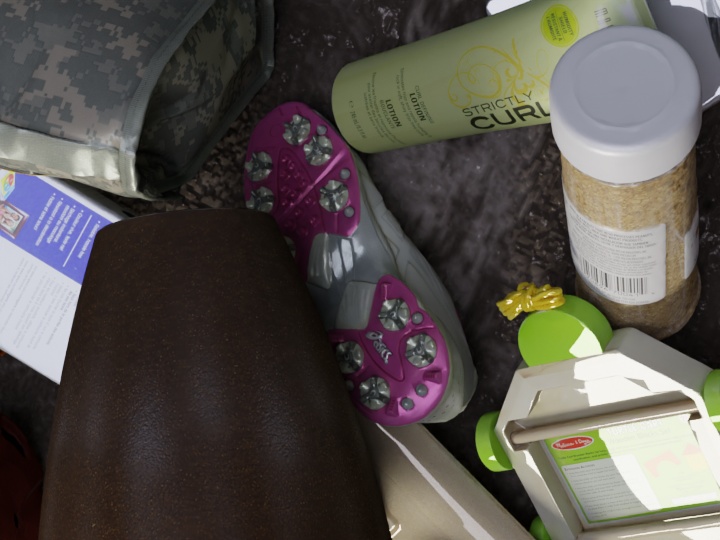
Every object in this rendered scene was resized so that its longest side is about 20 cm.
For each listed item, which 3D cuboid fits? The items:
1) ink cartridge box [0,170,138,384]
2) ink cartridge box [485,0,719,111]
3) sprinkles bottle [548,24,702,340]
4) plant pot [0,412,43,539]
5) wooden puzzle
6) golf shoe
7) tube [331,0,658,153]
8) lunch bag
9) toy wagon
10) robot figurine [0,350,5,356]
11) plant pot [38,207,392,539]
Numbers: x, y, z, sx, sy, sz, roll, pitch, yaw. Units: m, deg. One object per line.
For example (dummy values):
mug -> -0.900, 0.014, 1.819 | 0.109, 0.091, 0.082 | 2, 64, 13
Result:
ink cartridge box -> -0.177, -0.003, 1.032 | 0.199, 0.039, 0.100 | 32, 96, 4
ink cartridge box -> 0.164, -0.142, 0.941 | 0.199, 0.067, 0.116 | -34, 90, 19
sprinkles bottle -> 0.130, -0.035, 0.902 | 0.067, 0.200, 0.069 | -4, 62, 8
plant pot -> -0.285, 0.174, 1.079 | 0.193, 0.201, 0.203 | -16, 95, 10
wooden puzzle -> -0.004, 0.181, 1.041 | 0.185, 0.046, 0.200 | 45, 122, 6
golf shoe -> 0.000, 0.000, 1.017 | 0.075, 0.091, 0.201 | -33, 66, 18
tube -> 0.069, -0.100, 0.943 | 0.199, 0.058, 0.052 | -9, 65, 43
lunch bag -> -0.149, -0.112, 0.963 | 0.162, 0.201, 0.118 | 16, 131, 13
toy wagon -> 0.134, 0.085, 0.967 | 0.154, 0.040, 0.201 | -14, 112, 38
robot figurine -> -0.277, -0.037, 1.099 | 0.199, 0.058, 0.146 | 31, 106, 9
plant pot -> -0.080, 0.076, 0.935 | 0.185, 0.187, 0.202 | -9, 81, 18
